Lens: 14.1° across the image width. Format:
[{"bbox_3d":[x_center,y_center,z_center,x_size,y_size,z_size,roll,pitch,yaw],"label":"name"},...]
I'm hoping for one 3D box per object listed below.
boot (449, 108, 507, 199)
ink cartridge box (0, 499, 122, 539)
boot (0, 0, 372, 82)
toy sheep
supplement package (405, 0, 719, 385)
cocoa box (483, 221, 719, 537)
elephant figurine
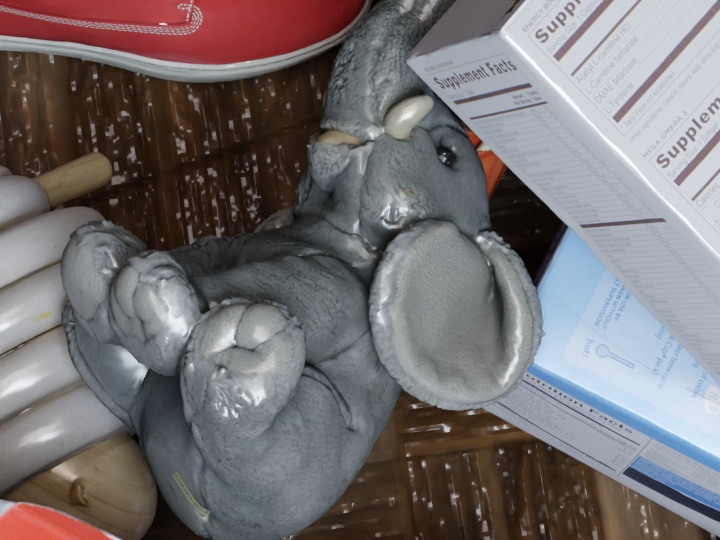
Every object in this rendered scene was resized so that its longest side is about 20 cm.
[{"bbox_3d":[0.014,-0.027,1.177,0.075,0.107,0.201,28,81,1],"label":"boot"},{"bbox_3d":[-0.090,0.135,1.062,0.160,0.200,0.047,34,74,-31],"label":"ink cartridge box"},{"bbox_3d":[-0.091,-0.130,1.174,0.199,0.144,0.073,2,77,-3],"label":"boot"},{"bbox_3d":[-0.142,0.023,1.150,0.137,0.138,0.201,-31,81,-8],"label":"toy sheep"},{"bbox_3d":[0.133,-0.047,1.021,0.200,0.114,0.110,45,78,-12],"label":"supplement package"},{"bbox_3d":[0.151,-0.012,1.164,0.133,0.131,0.201,27,78,3],"label":"cocoa box"},{"bbox_3d":[0.000,0.000,1.078,0.200,0.155,0.142,-33,66,-26],"label":"elephant figurine"}]
